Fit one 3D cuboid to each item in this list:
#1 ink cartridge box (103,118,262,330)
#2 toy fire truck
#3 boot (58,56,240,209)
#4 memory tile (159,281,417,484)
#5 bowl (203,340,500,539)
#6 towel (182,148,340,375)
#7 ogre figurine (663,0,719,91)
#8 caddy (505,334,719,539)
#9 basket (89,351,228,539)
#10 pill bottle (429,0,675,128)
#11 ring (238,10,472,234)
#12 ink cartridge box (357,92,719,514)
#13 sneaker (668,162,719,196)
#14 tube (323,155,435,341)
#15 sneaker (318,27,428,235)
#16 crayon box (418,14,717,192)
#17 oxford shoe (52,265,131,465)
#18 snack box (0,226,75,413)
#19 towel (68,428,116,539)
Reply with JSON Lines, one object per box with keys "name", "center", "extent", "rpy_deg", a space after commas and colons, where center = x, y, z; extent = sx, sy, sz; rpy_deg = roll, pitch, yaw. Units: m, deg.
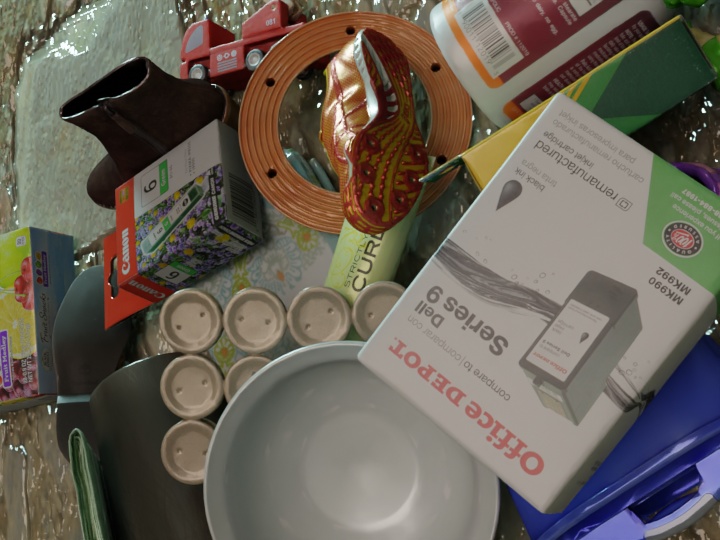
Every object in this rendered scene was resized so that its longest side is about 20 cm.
{"name": "ink cartridge box", "center": [-0.179, -0.037, 0.927], "extent": [0.199, 0.050, 0.109], "rpy_deg": [-28, 54, 27]}
{"name": "toy fire truck", "center": [-0.080, -0.245, 0.955], "extent": [0.199, 0.049, 0.142], "rpy_deg": [-8, 77, 29]}
{"name": "boot", "center": [-0.216, -0.125, 0.942], "extent": [0.199, 0.166, 0.073], "rpy_deg": [-24, 71, 24]}
{"name": "memory tile", "center": [-0.054, 0.087, 0.786], "extent": [0.199, 0.017, 0.154], "rpy_deg": [-2, 91, 5]}
{"name": "bowl", "center": [-0.003, 0.146, 0.730], "extent": [0.200, 0.090, 0.202], "rpy_deg": [0, 92, 6]}
{"name": "towel", "center": [-0.069, 0.016, 0.908], "extent": [0.171, 0.048, 0.201], "rpy_deg": [-39, 65, 21]}
{"name": "ogre figurine", "center": [0.297, -0.140, 0.696], "extent": [0.120, 0.098, 0.201], "rpy_deg": [-29, 75, 11]}
{"name": "caddy", "center": [0.188, 0.125, 0.691], "extent": [0.200, 0.141, 0.105], "rpy_deg": [-39, 62, 19]}
{"name": "basket", "center": [-0.149, 0.183, 0.876], "extent": [0.180, 0.135, 0.201], "rpy_deg": [-50, 54, 40]}
{"name": "pill bottle", "center": [0.161, -0.206, 0.777], "extent": [0.200, 0.114, 0.115], "rpy_deg": [-33, 67, 20]}
{"name": "ring", "center": [-0.005, -0.125, 0.876], "extent": [0.199, 0.019, 0.202], "rpy_deg": [-2, 76, 7]}
{"name": "ink cartridge box", "center": [0.118, 0.023, 0.617], "extent": [0.146, 0.084, 0.200], "rpy_deg": [38, 91, 21]}
{"name": "sneaker", "center": [0.185, -0.041, 0.751], "extent": [0.199, 0.088, 0.081], "rpy_deg": [-8, 80, 30]}
{"name": "tube", "center": [0.000, 0.000, 0.816], "extent": [0.058, 0.052, 0.201], "rpy_deg": [19, 91, 4]}
{"name": "sneaker", "center": [0.005, -0.099, 0.801], "extent": [0.077, 0.073, 0.201], "rpy_deg": [-41, 34, 37]}
{"name": "crayon box", "center": [0.143, -0.096, 0.739], "extent": [0.199, 0.126, 0.052], "rpy_deg": [-31, 90, 10]}
{"name": "oxford shoe", "center": [-0.260, 0.093, 0.992], "extent": [0.071, 0.071, 0.201], "rpy_deg": [6, 66, -10]}
{"name": "snack box", "center": [-0.382, 0.062, 1.061], "extent": [0.199, 0.068, 0.170], "rpy_deg": [-15, 75, 28]}
{"name": "towel", "center": [-0.218, 0.234, 0.880], "extent": [0.023, 0.200, 0.153], "rpy_deg": [-12, 68, -11]}
